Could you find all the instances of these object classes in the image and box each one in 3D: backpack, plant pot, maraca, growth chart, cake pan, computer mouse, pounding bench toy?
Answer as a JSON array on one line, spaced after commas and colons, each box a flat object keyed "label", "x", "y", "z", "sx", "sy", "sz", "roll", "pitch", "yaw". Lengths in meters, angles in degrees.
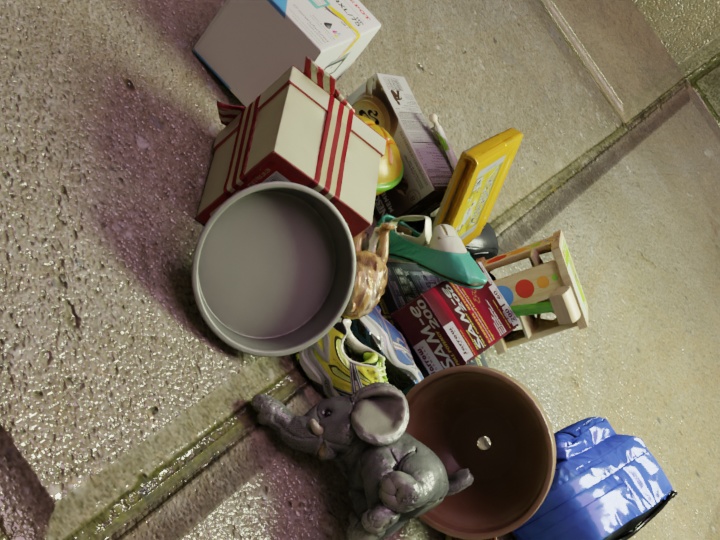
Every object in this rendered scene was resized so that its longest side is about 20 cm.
[{"label": "backpack", "x": 0.285, "y": 0.305, "z": 1.526, "sx": 0.199, "sy": 0.163, "sz": 0.168, "roll": -24, "pitch": 71, "yaw": -44}, {"label": "plant pot", "x": 0.140, "y": 0.211, "z": 1.364, "sx": 0.202, "sy": 0.200, "sz": 0.093, "roll": 60, "pitch": 17, "yaw": 9}, {"label": "maraca", "x": -0.033, "y": -0.168, "z": 1.589, "sx": 0.198, "sy": 0.108, "sz": 0.138, "roll": 20, "pitch": 36, "yaw": -3}, {"label": "growth chart", "x": 0.133, "y": -0.162, "z": 1.754, "sx": 0.200, "sy": 0.018, "sz": 0.146, "roll": 164, "pitch": -98, "yaw": -88}, {"label": "cake pan", "x": -0.102, "y": -0.003, "z": 1.308, "sx": 0.200, "sy": 0.201, "sz": 0.037, "roll": 37, "pitch": -7, "yaw": -25}, {"label": "computer mouse", "x": 0.168, "y": -0.034, "z": 1.770, "sx": 0.199, "sy": 0.046, "sz": 0.142, "roll": 17, "pitch": 49, "yaw": -44}, {"label": "pounding bench toy", "x": 0.236, "y": 0.043, "z": 1.647, "sx": 0.200, "sy": 0.155, "sz": 0.125, "roll": -51, "pitch": 121, "yaw": -73}]

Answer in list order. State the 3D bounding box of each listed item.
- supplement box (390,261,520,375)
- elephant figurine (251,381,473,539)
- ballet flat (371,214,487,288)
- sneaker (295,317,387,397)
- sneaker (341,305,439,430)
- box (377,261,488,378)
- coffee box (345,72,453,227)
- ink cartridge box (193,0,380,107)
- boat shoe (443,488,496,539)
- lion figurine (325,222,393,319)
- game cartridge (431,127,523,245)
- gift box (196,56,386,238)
[{"label": "supplement box", "x": 0.132, "y": 0.066, "z": 1.528, "sx": 0.109, "sy": 0.061, "sz": 0.200, "roll": 57, "pitch": 31, "yaw": 5}, {"label": "elephant figurine", "x": 0.001, "y": 0.193, "z": 1.286, "sx": 0.201, "sy": 0.141, "sz": 0.155, "roll": 57, "pitch": 15, "yaw": 21}, {"label": "ballet flat", "x": 0.090, "y": -0.034, "z": 1.523, "sx": 0.067, "sy": 0.199, "sz": 0.071, "roll": -2, "pitch": 107, "yaw": -46}, {"label": "sneaker", "x": 0.005, "y": 0.145, "z": 1.380, "sx": 0.200, "sy": 0.076, "sz": 0.076, "roll": 49, "pitch": 31, "yaw": -13}, {"label": "sneaker", "x": 0.047, "y": 0.125, "z": 1.450, "sx": 0.201, "sy": 0.076, "sz": 0.077, "roll": 57, "pitch": 35, "yaw": 4}, {"label": "box", "x": 0.092, "y": 0.086, "z": 1.565, "sx": 0.157, "sy": 0.051, "sz": 0.202, "roll": 2, "pitch": 59, "yaw": -51}, {"label": "coffee box", "x": 0.048, "y": -0.174, "z": 1.682, "sx": 0.079, "sy": 0.113, "sz": 0.202, "roll": -6, "pitch": 67, "yaw": -54}, {"label": "ink cartridge box", "x": -0.098, "y": -0.325, "z": 1.586, "sx": 0.147, "sy": 0.146, "sz": 0.200, "roll": 46, "pitch": 33, "yaw": 2}, {"label": "boat shoe", "x": 0.142, "y": 0.300, "z": 1.425, "sx": 0.072, "sy": 0.067, "sz": 0.201, "roll": 31, "pitch": 40, "yaw": -31}, {"label": "lion figurine", "x": 0.000, "y": 0.000, "z": 1.455, "sx": 0.200, "sy": 0.072, "sz": 0.124, "roll": 49, "pitch": 50, "yaw": -88}, {"label": "game cartridge", "x": 0.164, "y": -0.107, "z": 1.646, "sx": 0.032, "sy": 0.178, "sz": 0.200, "roll": 30, "pitch": 28, "yaw": 18}, {"label": "gift box", "x": -0.088, "y": -0.136, "z": 1.414, "sx": 0.200, "sy": 0.184, "sz": 0.188, "roll": 40, "pitch": 37, "yaw": -28}]
